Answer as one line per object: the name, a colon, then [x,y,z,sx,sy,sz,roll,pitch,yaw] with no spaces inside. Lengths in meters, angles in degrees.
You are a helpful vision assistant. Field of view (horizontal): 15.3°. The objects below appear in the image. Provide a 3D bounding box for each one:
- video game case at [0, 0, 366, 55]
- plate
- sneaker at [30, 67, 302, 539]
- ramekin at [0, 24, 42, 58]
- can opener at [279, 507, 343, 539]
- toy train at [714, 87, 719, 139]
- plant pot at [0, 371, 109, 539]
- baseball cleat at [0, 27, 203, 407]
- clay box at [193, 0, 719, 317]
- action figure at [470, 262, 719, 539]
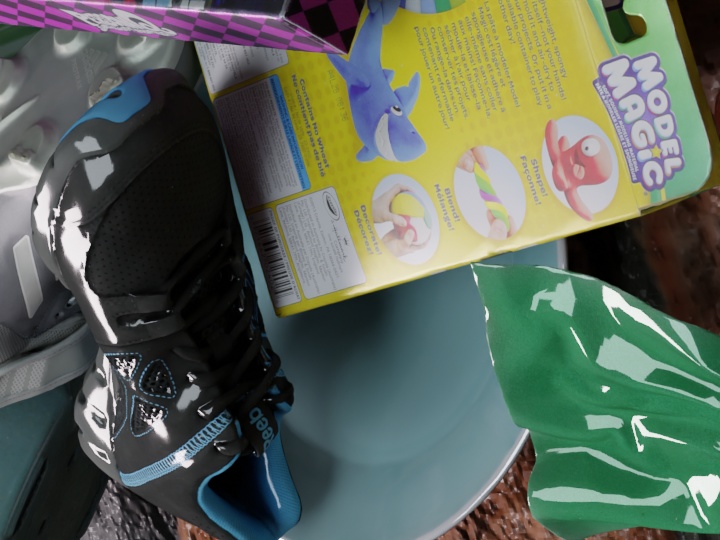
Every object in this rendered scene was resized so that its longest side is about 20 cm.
video game case: [-0.051,-0.163,0.859,0.199,0.036,0.182,9,78,47]
plate: [0.000,0.000,0.937,0.199,0.025,0.202,0,90,42]
sneaker: [-0.053,0.015,0.885,0.082,0.073,0.201,38,153,29]
ramekin: [-0.168,-0.134,1.016,0.200,0.097,0.201,45,147,40]
can opener: [-0.010,0.113,0.970,0.067,0.052,0.201,56,-163,-47]
toy train: [0.135,-0.100,0.734,0.150,0.055,0.201,-5,104,51]
plant pot: [-0.207,0.055,1.091,0.195,0.201,0.201,24,131,7]
baseball cleat: [-0.109,-0.022,0.954,0.200,0.106,0.070,-36,47,28]
clay box: [0.033,-0.061,0.824,0.199,0.047,0.116,-16,92,48]
action figure: [0.137,0.045,0.791,0.199,0.055,0.119,7,138,34]
